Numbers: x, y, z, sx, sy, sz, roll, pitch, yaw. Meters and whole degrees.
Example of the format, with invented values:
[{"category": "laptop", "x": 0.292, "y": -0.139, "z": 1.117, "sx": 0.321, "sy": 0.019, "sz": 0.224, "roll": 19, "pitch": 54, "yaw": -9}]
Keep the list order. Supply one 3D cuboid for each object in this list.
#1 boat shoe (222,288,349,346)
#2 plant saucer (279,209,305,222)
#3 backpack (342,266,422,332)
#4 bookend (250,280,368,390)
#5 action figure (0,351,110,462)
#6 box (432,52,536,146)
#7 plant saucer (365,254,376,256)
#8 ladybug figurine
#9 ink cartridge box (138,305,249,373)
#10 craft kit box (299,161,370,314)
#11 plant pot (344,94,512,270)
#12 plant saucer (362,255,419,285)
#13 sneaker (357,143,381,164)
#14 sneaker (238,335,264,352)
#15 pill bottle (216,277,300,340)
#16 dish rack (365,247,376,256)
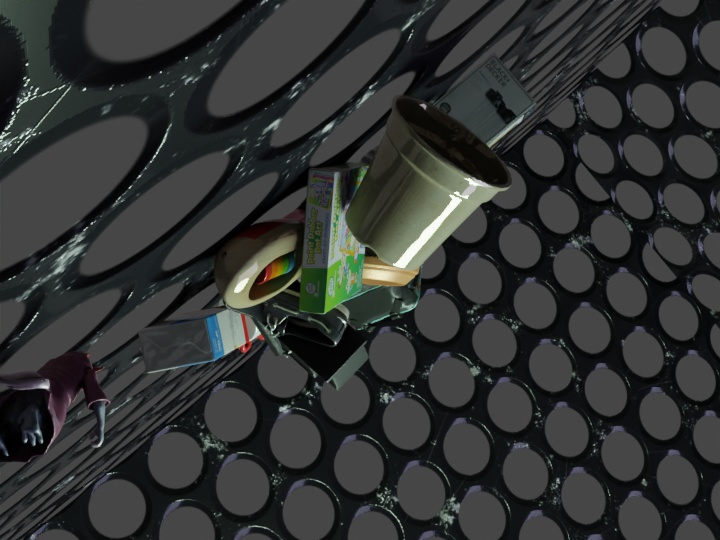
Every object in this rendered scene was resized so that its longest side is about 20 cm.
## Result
[{"category": "boat shoe", "x": -0.118, "y": 0.068, "z": 1.495, "sx": 0.073, "sy": 0.198, "sz": 0.063, "roll": 97, "pitch": 5, "yaw": -59}, {"category": "plant saucer", "x": -0.137, "y": -0.031, "z": 1.580, "sx": 0.200, "sy": 0.051, "sz": 0.201, "roll": -41, "pitch": 177, "yaw": -3}, {"category": "backpack", "x": 0.031, "y": -0.011, "z": 1.875, "sx": 0.175, "sy": 0.153, "sz": 0.201, "roll": -28, "pitch": -155, "yaw": 38}, {"category": "bookend", "x": -0.072, "y": 0.125, "z": 1.623, "sx": 0.092, "sy": 0.198, "sz": 0.200, "roll": -45, "pitch": 154, "yaw": -13}, {"category": "action figure", "x": -0.367, "y": 0.138, "z": 1.150, "sx": 0.200, "sy": 0.132, "sz": 0.151, "roll": -59, "pitch": 152, "yaw": -60}, {"category": "box", "x": 0.184, "y": -0.256, "z": 1.669, "sx": 0.199, "sy": 0.117, "sz": 0.060, "roll": -39, "pitch": 174, "yaw": -2}, {"category": "plant saucer", "x": 0.017, "y": -0.068, "z": 1.763, "sx": 0.200, "sy": 0.199, "sz": 0.028, "roll": -37, "pitch": 137, "yaw": -43}, {"category": "ladybug figurine", "x": -0.137, "y": -0.018, "z": 1.404, "sx": 0.199, "sy": 0.072, "sz": 0.136, "roll": -22, "pitch": 147, "yaw": -54}, {"category": "ink cartridge box", "x": -0.249, "y": 0.099, "z": 1.540, "sx": 0.115, "sy": 0.068, "sz": 0.200, "roll": -11, "pitch": -177, "yaw": 14}, {"category": "craft kit box", "x": -0.035, "y": -0.054, "z": 1.452, "sx": 0.197, "sy": 0.048, "sz": 0.203, "roll": -27, "pitch": 123, "yaw": -70}, {"category": "plant pot", "x": 0.079, "y": -0.109, "z": 1.382, "sx": 0.184, "sy": 0.200, "sz": 0.200, "roll": -54, "pitch": 171, "yaw": 24}, {"category": "plant saucer", "x": 0.000, "y": 0.000, "z": 1.662, "sx": 0.197, "sy": 0.038, "sz": 0.200, "roll": 5, "pitch": 176, "yaw": 0}, {"category": "sneaker", "x": 0.024, "y": -0.136, "z": 1.618, "sx": 0.200, "sy": 0.075, "sz": 0.082, "roll": -45, "pitch": 159, "yaw": 25}, {"category": "sneaker", "x": -0.215, "y": 0.109, "z": 2.210, "sx": 0.200, "sy": 0.085, "sz": 0.077, "roll": -42, "pitch": 177, "yaw": 25}, {"category": "pill bottle", "x": -0.157, "y": 0.042, "z": 1.743, "sx": 0.114, "sy": 0.115, "sz": 0.200, "roll": -43, "pitch": 176, "yaw": 42}, {"category": "dish rack", "x": 0.076, "y": -0.112, "z": 1.598, "sx": 0.172, "sy": 0.043, "sz": 0.201, "roll": -50, "pitch": 173, "yaw": -44}]
